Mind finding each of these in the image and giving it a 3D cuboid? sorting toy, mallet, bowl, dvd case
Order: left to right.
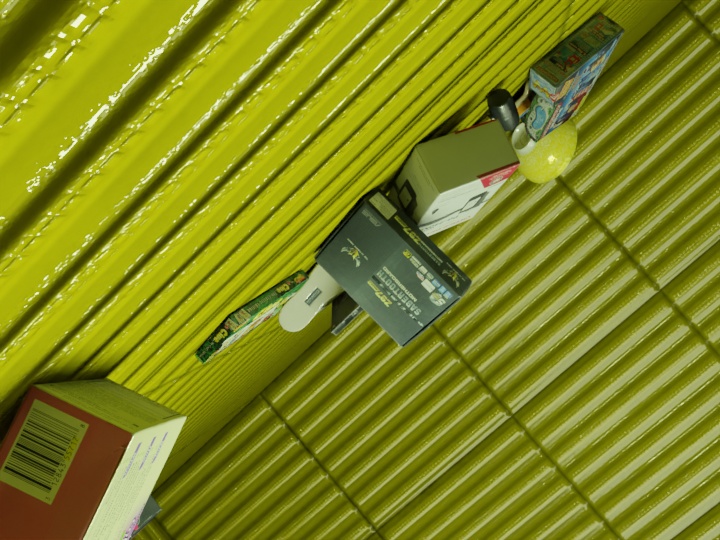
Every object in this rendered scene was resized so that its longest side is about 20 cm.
[{"bbox_3d":[0.000,0.000,1.356,0.149,0.016,0.201,-44,-154,28],"label":"dvd case"},{"bbox_3d":[0.157,-0.211,1.215,0.199,0.041,0.066,-30,141,-2],"label":"mallet"},{"bbox_3d":[0.335,-0.338,1.546,0.185,0.037,0.200,-40,175,-31],"label":"sorting toy"},{"bbox_3d":[0.472,-0.345,2.097,0.107,0.202,0.200,14,138,-32],"label":"bowl"}]

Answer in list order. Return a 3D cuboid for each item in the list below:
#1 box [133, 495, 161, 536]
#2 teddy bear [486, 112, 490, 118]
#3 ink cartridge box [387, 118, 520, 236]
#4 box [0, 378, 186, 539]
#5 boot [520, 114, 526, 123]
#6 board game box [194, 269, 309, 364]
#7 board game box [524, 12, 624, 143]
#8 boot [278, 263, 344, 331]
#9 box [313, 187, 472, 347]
[{"bbox_3d":[-0.591,0.603,1.908,0.106,0.122,0.200,-36,172,-47],"label":"box"},{"bbox_3d":[0.192,-0.212,1.409,0.200,0.067,0.145,-51,-178,32],"label":"teddy bear"},{"bbox_3d":[0.131,-0.129,1.183,0.144,0.084,0.200,-22,166,-20],"label":"ink cartridge box"},{"bbox_3d":[-0.257,0.199,0.704,0.200,0.096,0.177,89,25,-84],"label":"box"},{"bbox_3d":[0.430,-0.383,1.760,0.138,0.078,0.200,-38,176,10],"label":"boot"},{"bbox_3d":[-0.160,0.067,1.182,0.105,0.023,0.200,-48,174,33],"label":"board game box"},{"bbox_3d":[0.360,-0.337,1.402,0.199,0.062,0.201,-34,158,-35],"label":"board game box"},{"bbox_3d":[-0.065,0.019,1.355,0.200,0.073,0.090,-41,-170,11],"label":"boot"},{"bbox_3d":[0.045,-0.001,1.163,0.158,0.200,0.051,-45,180,44],"label":"box"}]
